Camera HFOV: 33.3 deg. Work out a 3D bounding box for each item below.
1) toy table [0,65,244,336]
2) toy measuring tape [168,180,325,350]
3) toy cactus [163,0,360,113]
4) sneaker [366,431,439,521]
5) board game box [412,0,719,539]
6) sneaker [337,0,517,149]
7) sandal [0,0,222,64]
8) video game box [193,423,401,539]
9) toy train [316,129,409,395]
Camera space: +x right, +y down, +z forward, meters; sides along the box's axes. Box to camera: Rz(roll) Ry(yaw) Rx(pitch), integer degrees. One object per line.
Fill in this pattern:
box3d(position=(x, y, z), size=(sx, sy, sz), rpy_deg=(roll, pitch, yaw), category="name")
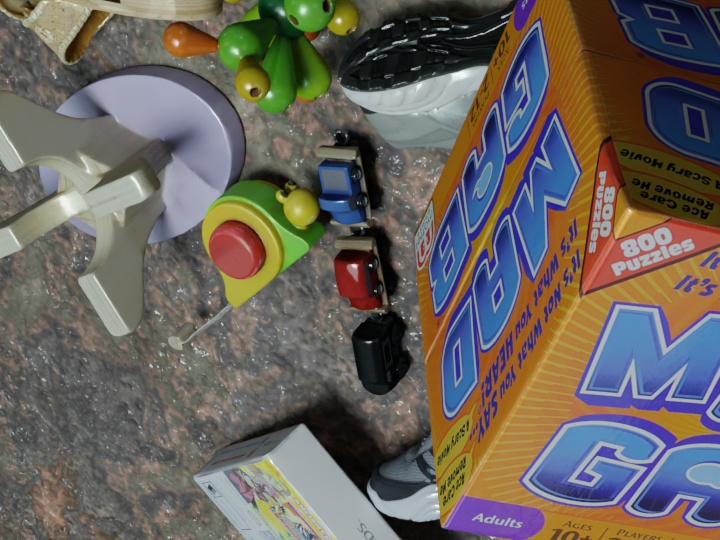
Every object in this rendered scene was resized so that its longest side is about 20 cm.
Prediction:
box3d(position=(-0.186, -0.058, 0.859), size=(0.200, 0.117, 0.184), rpy_deg=(-31, 100, 41), category="toy table")
box3d(position=(-0.097, -0.011, 0.867), size=(0.074, 0.074, 0.200), rpy_deg=(49, 132, -5), category="toy measuring tape")
box3d(position=(-0.046, -0.175, 0.693), size=(0.101, 0.200, 0.166), rpy_deg=(12, 93, -3), category="toy cactus")
box3d(position=(0.067, 0.101, 0.837), size=(0.199, 0.075, 0.114), rpy_deg=(-22, 100, 40), category="sneaker")
box3d(position=(0.154, -0.002, 0.575), size=(0.198, 0.201, 0.201), rpy_deg=(11, 132, -13), category="board game box")
box3d(position=(0.089, -0.108, 0.693), size=(0.199, 0.074, 0.079), rpy_deg=(1, 144, 29), category="sneaker")
box3d(position=(-0.190, -0.171, 0.813), size=(0.210, 0.078, 0.070), rpy_deg=(12, 120, 19), category="sandal")
box3d(position=(-0.030, 0.217, 0.954), size=(0.200, 0.047, 0.182), rpy_deg=(51, 154, -7), category="video game box")
box3d(position=(0.000, 0.000, 0.826), size=(0.034, 0.046, 0.201), rpy_deg=(6, 122, 29), category="toy train")
